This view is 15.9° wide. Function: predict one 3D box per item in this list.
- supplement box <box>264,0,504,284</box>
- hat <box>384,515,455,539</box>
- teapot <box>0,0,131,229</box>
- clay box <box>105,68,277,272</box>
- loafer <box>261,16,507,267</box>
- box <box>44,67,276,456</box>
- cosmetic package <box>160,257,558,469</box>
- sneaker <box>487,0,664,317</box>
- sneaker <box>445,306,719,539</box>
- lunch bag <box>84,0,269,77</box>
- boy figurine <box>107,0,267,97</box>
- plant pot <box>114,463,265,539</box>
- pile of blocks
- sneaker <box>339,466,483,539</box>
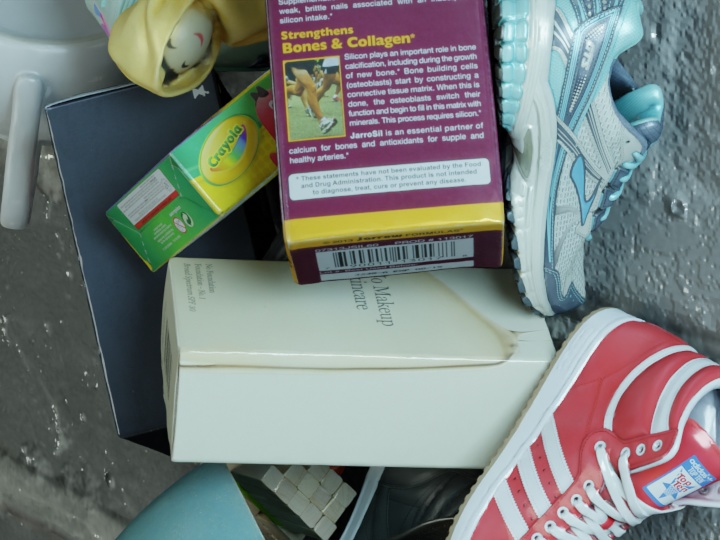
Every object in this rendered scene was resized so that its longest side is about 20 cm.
[{"bbox_3d":[0.010,-0.102,1.299,0.086,0.110,0.201,83,-178,-75],"label":"supplement box"},{"bbox_3d":[0.053,0.233,1.397,0.200,0.081,0.201,19,131,23],"label":"hat"},{"bbox_3d":[-0.205,-0.149,1.664,0.197,0.200,0.146,42,145,25],"label":"teapot"},{"bbox_3d":[-0.040,-0.088,1.404,0.048,0.200,0.115,49,152,-4],"label":"clay box"},{"bbox_3d":[0.019,-0.057,1.410,0.201,0.068,0.070,-46,30,15],"label":"loafer"},{"bbox_3d":[-0.103,-0.002,1.533,0.182,0.104,0.201,64,-168,-81],"label":"box"},{"bbox_3d":[-0.004,0.049,1.368,0.104,0.199,0.073,-106,19,-59],"label":"cosmetic package"},{"bbox_3d":[0.114,-0.057,1.310,0.078,0.086,0.200,-90,-5,-50],"label":"sneaker"},{"bbox_3d":[0.120,0.122,1.290,0.112,0.071,0.200,23,84,47],"label":"sneaker"},{"bbox_3d":[-0.071,-0.200,1.469,0.077,0.160,0.200,52,135,36],"label":"lunch bag"},{"bbox_3d":[-0.049,-0.167,1.407,0.064,0.200,0.124,55,173,33],"label":"boy figurine"},{"bbox_3d":[-0.091,0.222,1.422,0.201,0.134,0.200,62,175,9],"label":"plant pot"},{"bbox_3d":[-0.051,0.122,1.551,0.082,0.062,0.200,39,163,-3],"label":"pile of blocks"},{"bbox_3d":[0.035,0.184,1.476,0.099,0.071,0.201,47,129,46],"label":"sneaker"}]
